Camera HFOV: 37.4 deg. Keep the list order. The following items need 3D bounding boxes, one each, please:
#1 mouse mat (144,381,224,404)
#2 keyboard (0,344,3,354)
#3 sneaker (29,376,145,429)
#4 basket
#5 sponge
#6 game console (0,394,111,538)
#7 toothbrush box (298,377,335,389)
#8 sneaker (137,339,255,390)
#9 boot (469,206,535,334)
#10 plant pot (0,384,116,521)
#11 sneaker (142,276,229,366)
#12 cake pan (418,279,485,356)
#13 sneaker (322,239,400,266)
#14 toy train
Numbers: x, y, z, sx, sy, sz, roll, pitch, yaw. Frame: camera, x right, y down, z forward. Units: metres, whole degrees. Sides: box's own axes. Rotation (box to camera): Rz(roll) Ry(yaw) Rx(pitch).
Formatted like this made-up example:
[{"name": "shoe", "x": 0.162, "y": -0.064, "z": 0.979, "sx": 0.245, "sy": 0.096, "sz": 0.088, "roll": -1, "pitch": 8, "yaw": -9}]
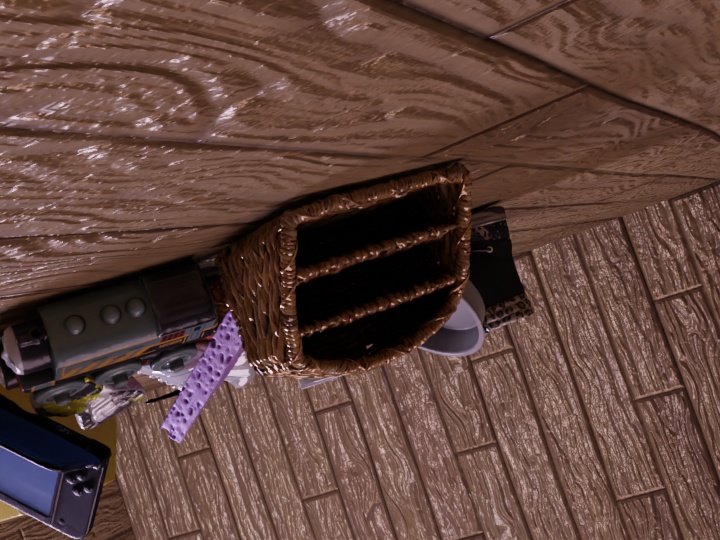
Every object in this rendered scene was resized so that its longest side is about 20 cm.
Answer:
[{"name": "mouse mat", "x": -0.173, "y": 0.136, "z": 1.347, "sx": 0.160, "sy": 0.008, "sz": 0.200, "roll": -17, "pitch": 177, "yaw": 6}, {"name": "keyboard", "x": -0.366, "y": 0.094, "z": 1.141, "sx": 0.126, "sy": 0.021, "sz": 0.200, "roll": -19, "pitch": 175, "yaw": -11}, {"name": "sneaker", "x": -0.277, "y": 0.100, "z": 1.057, "sx": 0.074, "sy": 0.085, "sz": 0.200, "roll": -32, "pitch": 164, "yaw": -2}, {"name": "basket", "x": 0.003, "y": 0.012, "z": 0.903, "sx": 0.199, "sy": 0.144, "sz": 0.149, "roll": -16, "pitch": 176, "yaw": -35}, {"name": "sponge", "x": -0.127, "y": 0.073, "z": 1.027, "sx": 0.200, "sy": 0.030, "sz": 0.112, "roll": -55, "pitch": -179, "yaw": 40}, {"name": "game console", "x": -0.353, "y": 0.179, "z": 1.004, "sx": 0.118, "sy": 0.199, "sz": 0.172, "roll": -49, "pitch": 162, "yaw": -61}, {"name": "toothbrush box", "x": -0.058, "y": 0.093, "z": 1.621, "sx": 0.086, "sy": 0.147, "sz": 0.200, "roll": -19, "pitch": 175, "yaw": 8}, {"name": "sneaker", "x": -0.209, "y": 0.100, "z": 1.174, "sx": 0.199, "sy": 0.081, "sz": 0.071, "roll": 1, "pitch": -148, "yaw": 2}, {"name": "boot", "x": 0.117, "y": 0.018, "z": 1.390, "sx": 0.203, "sy": 0.155, "sz": 0.073, "roll": -22, "pitch": 176, "yaw": 20}, {"name": "plant pot", "x": -0.431, "y": 0.221, "z": 1.385, "sx": 0.199, "sy": 0.177, "sz": 0.199, "roll": -14, "pitch": 173, "yaw": -44}, {"name": "sneaker", "x": -0.184, "y": 0.044, "z": 1.115, "sx": 0.199, "sy": 0.074, "sz": 0.077, "roll": -14, "pitch": -162, "yaw": -40}, {"name": "cake pan", "x": 0.071, "y": 0.033, "z": 1.331, "sx": 0.037, "sy": 0.200, "sz": 0.200, "roll": -57, "pitch": -165, "yaw": -27}, {"name": "sneaker", "x": -0.043, "y": 0.001, "z": 1.073, "sx": 0.199, "sy": 0.083, "sz": 0.074, "roll": -10, "pitch": -166, "yaw": 23}, {"name": "toy train", "x": -0.217, "y": 0.052, "z": 0.924, "sx": 0.199, "sy": 0.086, "sz": 0.114, "roll": -15, "pitch": 162, "yaw": -23}]
